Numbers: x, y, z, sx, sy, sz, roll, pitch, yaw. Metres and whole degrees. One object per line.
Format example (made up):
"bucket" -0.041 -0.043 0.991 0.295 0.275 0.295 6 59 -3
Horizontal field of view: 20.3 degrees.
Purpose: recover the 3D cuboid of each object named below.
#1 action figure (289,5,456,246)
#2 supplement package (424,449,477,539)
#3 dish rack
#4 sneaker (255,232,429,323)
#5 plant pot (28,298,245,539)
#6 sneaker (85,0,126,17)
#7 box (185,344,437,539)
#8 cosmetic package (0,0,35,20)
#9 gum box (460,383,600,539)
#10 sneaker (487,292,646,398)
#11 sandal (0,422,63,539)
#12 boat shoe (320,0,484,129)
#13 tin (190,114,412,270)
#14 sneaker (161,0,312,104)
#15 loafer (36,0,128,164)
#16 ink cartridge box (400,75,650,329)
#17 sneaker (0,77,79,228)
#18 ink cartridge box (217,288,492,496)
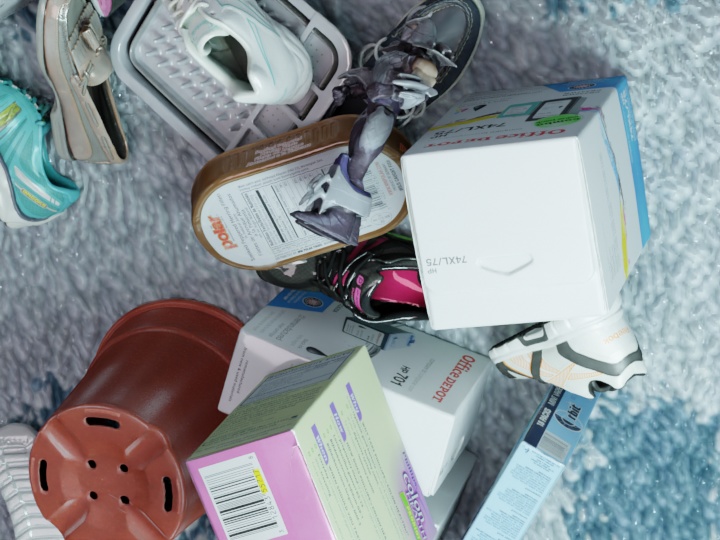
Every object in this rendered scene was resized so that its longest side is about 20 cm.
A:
"action figure" 0.011 -0.119 1.588 0.069 0.130 0.201 25 86 -11
"supplement package" -0.012 0.245 1.797 0.151 0.151 0.201 24 114 8
"dish rack" -0.106 -0.185 1.723 0.200 0.044 0.172 42 117 12
"sneaker" 0.000 0.000 1.744 0.199 0.084 0.077 7 110 16
"plant pot" -0.188 0.153 1.799 0.200 0.195 0.202 6 111 16
"sneaker" -0.251 -0.317 1.734 0.086 0.080 0.201 -1 112 43
"box" -0.034 0.181 1.591 0.096 0.200 0.177 -18 101 21
"cosmetic package" -0.301 -0.260 1.687 0.074 0.101 0.200 57 157 -4
"gum box" 0.129 0.199 1.724 0.044 0.170 0.201 31 115 5
"sneaker" 0.169 0.075 1.670 0.074 0.200 0.080 -29 90 -20
"sandal" -0.299 0.242 1.953 0.082 0.050 0.204 -17 90 8
"boat shoe" 0.026 -0.157 1.692 0.200 0.062 0.075 -41 91 25
"tin" -0.048 -0.064 1.697 0.199 0.042 0.112 -17 124 13
"sneaker" -0.124 -0.216 1.658 0.200 0.080 0.070 48 119 11
"loafer" -0.236 -0.170 1.745 0.063 0.072 0.201 15 141 12
"ink cartridge box" 0.137 -0.057 1.614 0.146 0.200 0.147 -5 107 19
"sneaker" -0.317 -0.138 1.818 0.079 0.078 0.201 -19 110 8
"ink cartridge box" -0.002 0.100 1.746 0.199 0.146 0.086 20 112 10
